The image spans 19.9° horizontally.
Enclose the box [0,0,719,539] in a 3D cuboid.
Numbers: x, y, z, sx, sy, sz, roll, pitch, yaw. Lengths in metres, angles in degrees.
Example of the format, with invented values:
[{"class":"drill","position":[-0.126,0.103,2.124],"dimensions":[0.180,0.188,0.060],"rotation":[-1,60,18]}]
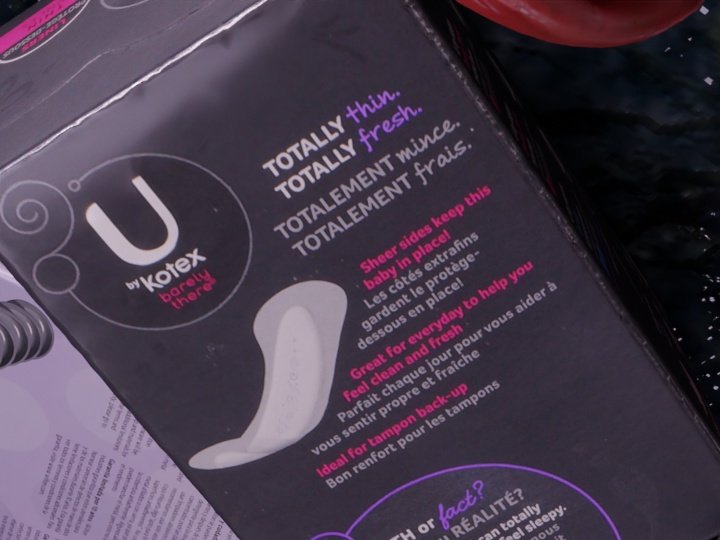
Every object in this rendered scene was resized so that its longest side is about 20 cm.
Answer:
[{"class":"box","position":[0.000,0.000,0.556],"dimensions":[0.122,0.106,0.200],"rotation":[-31,118,10]}]

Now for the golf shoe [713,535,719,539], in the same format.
[{"class":"golf shoe","position":[0.173,0.087,0.628],"dimensions":[0.091,0.075,0.200],"rotation":[19,146,-6]}]

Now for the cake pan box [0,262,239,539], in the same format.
[{"class":"cake pan box","position":[-0.094,0.063,0.732],"dimensions":[0.184,0.052,0.200],"rotation":[25,137,2]}]

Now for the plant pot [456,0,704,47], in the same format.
[{"class":"plant pot","position":[0.088,-0.140,0.347],"dimensions":[0.182,0.201,0.201],"rotation":[-3,132,38]}]
